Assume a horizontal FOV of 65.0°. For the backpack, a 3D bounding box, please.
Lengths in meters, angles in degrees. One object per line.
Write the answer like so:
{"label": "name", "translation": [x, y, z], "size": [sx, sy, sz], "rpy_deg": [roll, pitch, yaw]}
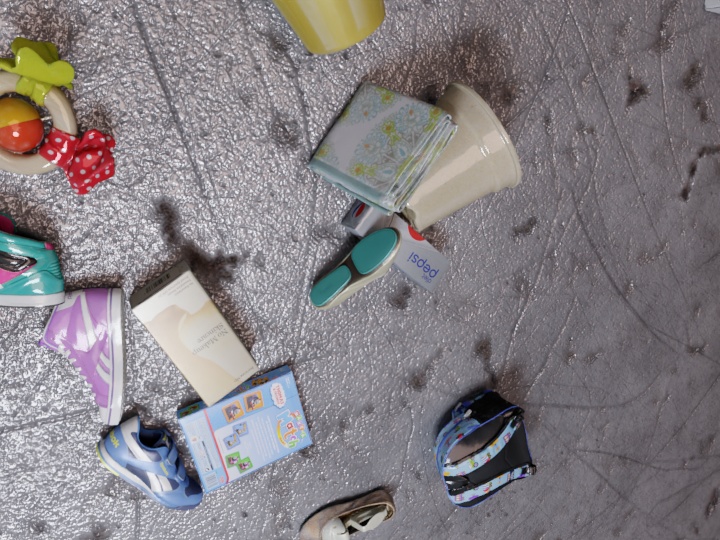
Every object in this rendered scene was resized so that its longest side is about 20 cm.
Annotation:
{"label": "backpack", "translation": [0.231, 0.360, 1.131], "size": [0.198, 0.134, 0.185], "rpy_deg": [-26, 113, -17]}

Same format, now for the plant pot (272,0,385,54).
{"label": "plant pot", "translation": [-0.055, -0.418, 0.776], "size": [0.200, 0.200, 0.190], "rpy_deg": [-39, 132, -10]}

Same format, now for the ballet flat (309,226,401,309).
{"label": "ballet flat", "translation": [0.000, 0.000, 0.935], "size": [0.199, 0.070, 0.069], "rpy_deg": [-36, 119, 22]}

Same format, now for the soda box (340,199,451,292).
{"label": "soda box", "translation": [0.065, -0.047, 0.988], "size": [0.199, 0.063, 0.069], "rpy_deg": [38, 86, -28]}

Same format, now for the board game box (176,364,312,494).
{"label": "board game box", "translation": [-0.193, 0.270, 0.967], "size": [0.197, 0.037, 0.154], "rpy_deg": [-20, 111, -18]}

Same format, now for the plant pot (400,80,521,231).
{"label": "plant pot", "translation": [0.130, -0.170, 0.929], "size": [0.182, 0.201, 0.201], "rpy_deg": [-36, 116, 0]}

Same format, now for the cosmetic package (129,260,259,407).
{"label": "cosmetic package", "translation": [-0.254, 0.098, 0.875], "size": [0.105, 0.071, 0.201], "rpy_deg": [-37, 115, -12]}

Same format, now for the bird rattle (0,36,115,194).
{"label": "bird rattle", "translation": [-0.416, -0.190, 0.733], "size": [0.161, 0.113, 0.203], "rpy_deg": [-16, 123, -8]}

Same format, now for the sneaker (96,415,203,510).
{"label": "sneaker", "translation": [-0.318, 0.309, 0.901], "size": [0.082, 0.074, 0.200], "rpy_deg": [-47, 118, -9]}

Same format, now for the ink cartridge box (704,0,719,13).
{"label": "ink cartridge box", "translation": [0.835, -0.614, 1.184], "size": [0.197, 0.085, 0.150], "rpy_deg": [-3, 105, -25]}

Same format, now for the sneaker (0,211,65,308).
{"label": "sneaker", "translation": [-0.491, -0.017, 0.731], "size": [0.197, 0.084, 0.123], "rpy_deg": [2, 96, -17]}

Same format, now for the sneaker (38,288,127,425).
{"label": "sneaker", "translation": [-0.401, 0.128, 0.821], "size": [0.112, 0.072, 0.204], "rpy_deg": [-3, 94, -20]}

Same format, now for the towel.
{"label": "towel", "translation": [0.030, -0.191, 0.868], "size": [0.172, 0.199, 0.048], "rpy_deg": [-54, 145, -4]}

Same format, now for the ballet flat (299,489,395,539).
{"label": "ballet flat", "translation": [-0.020, 0.482, 1.085], "size": [0.197, 0.067, 0.069], "rpy_deg": [-19, 110, -19]}
